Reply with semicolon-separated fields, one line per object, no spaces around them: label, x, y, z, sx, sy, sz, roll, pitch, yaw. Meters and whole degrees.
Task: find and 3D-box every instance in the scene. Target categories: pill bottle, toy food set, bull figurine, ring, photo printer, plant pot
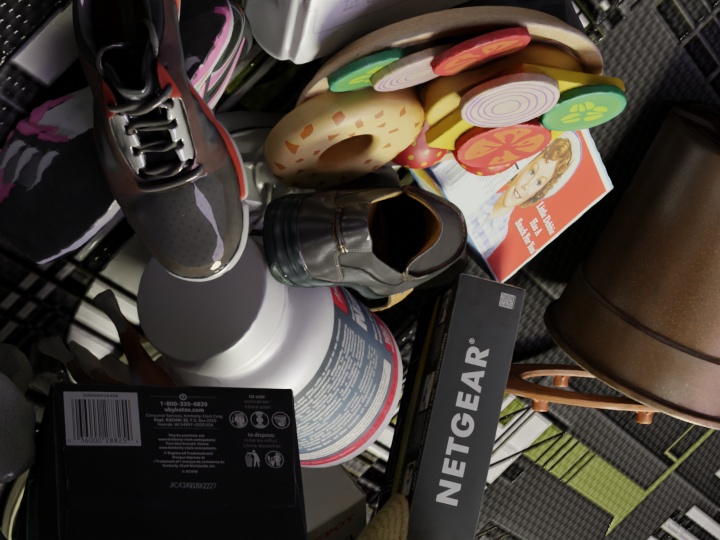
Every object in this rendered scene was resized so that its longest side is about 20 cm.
pill bottle;-0.060;0.046;1.465;0.120;0.120;0.200;-43;151;3
toy food set;0.053;-0.101;1.373;0.199;0.049;0.198;5;154;-36
bull figurine;-0.158;0.101;1.446;0.065;0.122;0.200;-28;166;-29
ring;0.194;0.099;1.838;0.200;0.199;0.019;-2;98;-49
photo printer;0.032;-0.220;1.328;0.199;0.070;0.167;-24;147;-29
plant pot;0.270;-0.011;1.778;0.199;0.200;0.200;-2;121;-49

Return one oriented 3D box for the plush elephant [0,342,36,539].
plush elephant;-0.259;0.120;1.339;0.164;0.155;0.200;-41;151;-1

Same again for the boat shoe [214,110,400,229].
boat shoe;-0.055;-0.059;1.442;0.199;0.065;0.074;-15;142;-39

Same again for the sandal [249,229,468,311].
sandal;0.000;0.000;1.572;0.080;0.054;0.199;-25;160;33

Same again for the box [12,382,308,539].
box;-0.123;0.168;1.344;0.147;0.125;0.200;2;146;-15

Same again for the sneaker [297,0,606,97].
sneaker;0.054;-0.144;1.463;0.198;0.091;0.067;-8;160;-7

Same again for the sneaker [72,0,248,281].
sneaker;-0.118;-0.084;1.221;0.076;0.202;0.082;-17;-169;7

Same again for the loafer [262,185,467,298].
loafer;0.021;-0.019;1.423;0.072;0.074;0.199;-6;-178;32

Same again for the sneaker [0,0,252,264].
sneaker;-0.129;-0.080;1.318;0.200;0.081;0.086;-44;162;15

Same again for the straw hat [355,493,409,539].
straw hat;-0.043;0.235;1.565;0.201;0.084;0.203;-159;-90;-82

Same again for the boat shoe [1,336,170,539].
boat shoe;-0.173;0.131;1.550;0.073;0.065;0.201;8;124;-53

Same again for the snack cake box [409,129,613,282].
snack cake box;0.098;-0.084;1.591;0.115;0.067;0.200;-41;151;-4

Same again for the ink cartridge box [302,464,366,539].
ink cartridge box;-0.079;0.193;1.685;0.128;0.125;0.201;-31;149;-19

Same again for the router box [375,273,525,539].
router box;0.061;0.115;1.654;0.157;0.052;0.202;134;-31;-77
